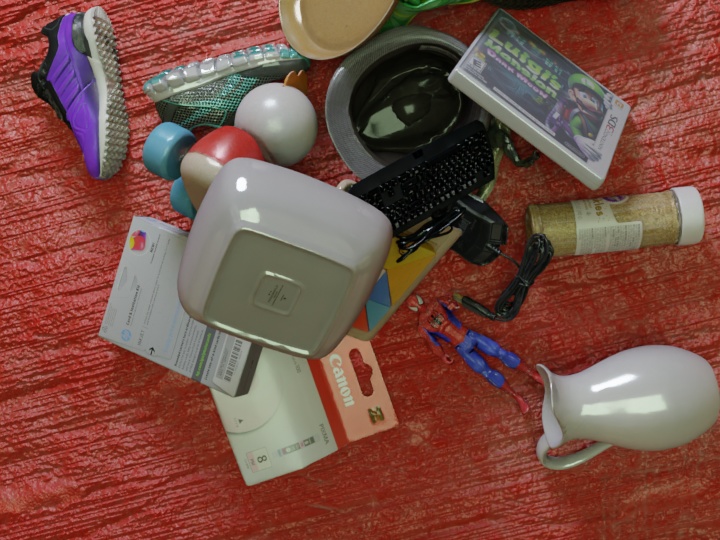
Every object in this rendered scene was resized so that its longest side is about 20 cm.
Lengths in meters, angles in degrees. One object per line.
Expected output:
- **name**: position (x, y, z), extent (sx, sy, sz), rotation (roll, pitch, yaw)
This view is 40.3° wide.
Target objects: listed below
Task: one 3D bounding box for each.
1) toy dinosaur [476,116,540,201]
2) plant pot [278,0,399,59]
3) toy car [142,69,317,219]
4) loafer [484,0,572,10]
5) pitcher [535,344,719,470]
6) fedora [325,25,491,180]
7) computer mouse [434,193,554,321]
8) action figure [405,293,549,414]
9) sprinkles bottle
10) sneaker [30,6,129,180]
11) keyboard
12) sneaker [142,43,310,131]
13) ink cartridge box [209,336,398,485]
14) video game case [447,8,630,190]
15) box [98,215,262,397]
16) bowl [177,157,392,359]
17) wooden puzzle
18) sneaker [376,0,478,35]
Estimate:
- **toy dinosaur**: position (0.172, -0.161, 1.158), extent (0.088, 0.047, 0.201), rotation (8, 100, 27)
- **plant pot**: position (-0.015, -0.331, 1.105), extent (0.199, 0.027, 0.201), rotation (-12, 73, 41)
- **toy car**: position (-0.105, -0.135, 1.120), extent (0.184, 0.177, 0.200), rotation (28, 72, 21)
- **loafer**: position (0.231, -0.345, 1.131), extent (0.199, 0.076, 0.068), rotation (-5, 92, -5)
- **pitcher**: position (0.308, 0.170, 1.164), extent (0.199, 0.122, 0.172), rotation (-6, 135, -4)
- **fedora**: position (0.053, -0.185, 1.138), extent (0.200, 0.090, 0.177), rotation (-36, 96, -5)
- **computer mouse**: position (0.127, -0.028, 1.174), extent (0.199, 0.046, 0.141), rotation (28, 125, 15)
- **action figure**: position (0.135, 0.094, 1.164), extent (0.200, 0.099, 0.065), rotation (37, 95, 0)
- **sprinkles bottle**: position (0.298, -0.055, 1.157), extent (0.199, 0.068, 0.069), rotation (-6, 95, 2)
- **sneaker**: position (-0.337, -0.204, 1.163), extent (0.099, 0.070, 0.202), rotation (-5, 92, 9)
- **keyboard**: position (0.081, -0.081, 1.059), extent (0.199, 0.040, 0.105), rotation (-31, 117, -27)
- **sneaker**: position (-0.151, -0.209, 1.161), extent (0.199, 0.078, 0.092), rotation (-14, 112, 6)
- **ink cartridge box**: position (-0.073, 0.154, 1.198), extent (0.199, 0.057, 0.163), rotation (-19, 95, 8)
- **video game case**: position (0.207, -0.198, 1.101), extent (0.200, 0.182, 0.023), rotation (36, 131, -2)
- **box**: position (-0.201, 0.040, 1.160), extent (0.199, 0.041, 0.157), rotation (20, 97, 19)
- **bowl**: position (-0.081, 0.003, 1.000), extent (0.199, 0.075, 0.201), rotation (20, 123, -12)
- **wooden puzzle**: position (0.000, 0.000, 1.104), extent (0.199, 0.037, 0.185), rotation (18, 121, -41)
- **sneaker**: position (0.052, -0.319, 1.110), extent (0.199, 0.083, 0.075), rotation (-16, 84, 30)
